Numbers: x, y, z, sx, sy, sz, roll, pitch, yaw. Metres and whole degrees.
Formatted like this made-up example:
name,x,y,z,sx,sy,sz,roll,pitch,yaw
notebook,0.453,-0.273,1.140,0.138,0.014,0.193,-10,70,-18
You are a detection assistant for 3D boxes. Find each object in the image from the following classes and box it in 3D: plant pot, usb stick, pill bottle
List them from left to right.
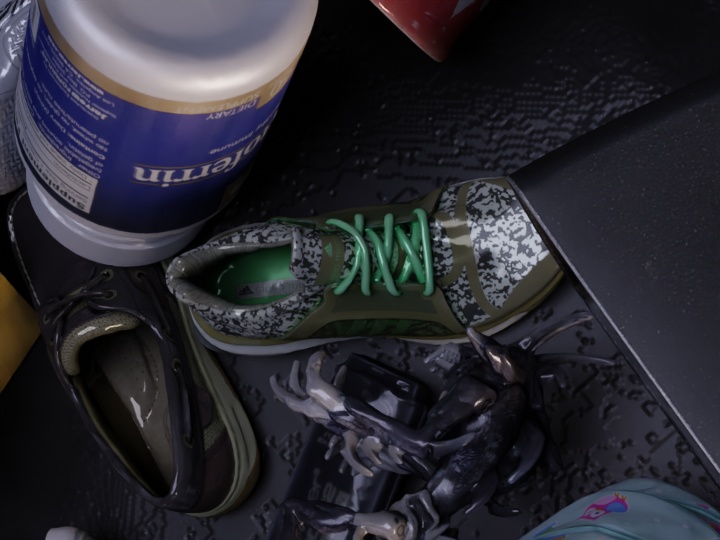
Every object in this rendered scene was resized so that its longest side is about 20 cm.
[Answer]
name,x,y,z,sx,sy,sz,roll,pitch,yaw
pill bottle,-0.094,-0.084,0.803,0.115,0.200,0.116,6,65,-13
usb stick,-0.023,0.139,0.847,0.055,0.033,0.201,23,94,30
plant pot,0.196,0.014,0.692,0.177,0.200,0.200,-35,72,3

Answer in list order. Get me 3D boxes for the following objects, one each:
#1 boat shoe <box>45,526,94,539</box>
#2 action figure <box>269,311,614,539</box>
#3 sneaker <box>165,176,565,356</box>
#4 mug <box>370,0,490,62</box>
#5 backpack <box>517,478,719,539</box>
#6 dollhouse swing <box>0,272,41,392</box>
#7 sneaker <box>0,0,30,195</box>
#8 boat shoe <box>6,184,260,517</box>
name,x,y,z,sx,sy,sz,roll,pitch,yaw
boat shoe,-0.116,0.222,0.862,0.068,0.072,0.201,-7,74,0
action figure,0.010,0.082,0.750,0.200,0.119,0.102,-45,55,-13
sneaker,0.000,0.000,0.819,0.199,0.089,0.077,-13,81,17
mug,0.045,-0.225,0.800,0.200,0.133,0.178,-43,86,9
backpack,0.084,0.180,0.731,0.167,0.127,0.200,36,122,15
dollhouse swing,-0.299,0.014,0.910,0.200,0.182,0.176,40,80,21
sneaker,-0.182,-0.145,0.918,0.115,0.075,0.200,25,86,30
boat shoe,-0.119,0.031,0.880,0.073,0.065,0.200,-41,71,14
